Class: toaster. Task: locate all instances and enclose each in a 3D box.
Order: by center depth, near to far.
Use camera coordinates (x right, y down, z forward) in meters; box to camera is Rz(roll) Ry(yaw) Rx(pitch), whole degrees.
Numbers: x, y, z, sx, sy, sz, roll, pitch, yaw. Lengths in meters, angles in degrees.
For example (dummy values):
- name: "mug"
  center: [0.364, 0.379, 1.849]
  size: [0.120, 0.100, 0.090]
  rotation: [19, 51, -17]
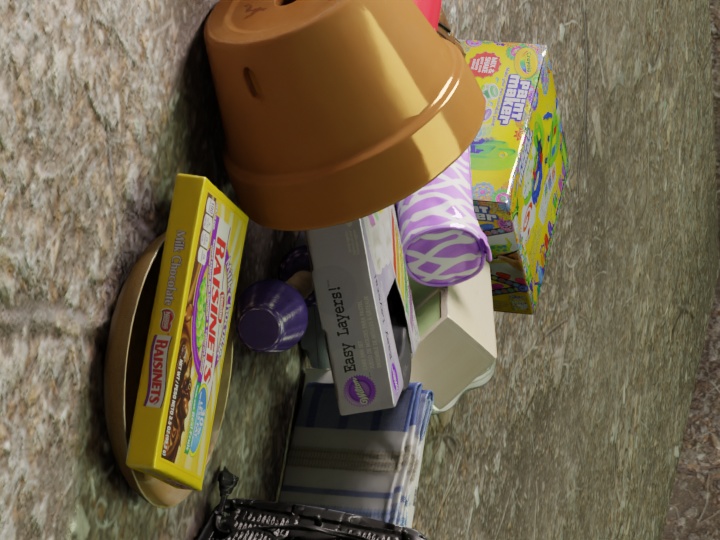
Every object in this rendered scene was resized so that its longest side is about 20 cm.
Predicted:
- name: "toaster"
  center: [-0.049, 0.263, 1.537]
  size: [0.200, 0.180, 0.119]
  rotation: [-62, 154, -50]

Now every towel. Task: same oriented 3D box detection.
- name: "towel"
  center: [-0.012, 0.189, 1.697]
  size: [0.024, 0.146, 0.201]
  rotation: [26, 70, -43]

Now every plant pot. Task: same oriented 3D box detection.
- name: "plant pot"
  center: [-0.136, 0.065, 1.449]
  size: [0.200, 0.027, 0.201]
  rotation: [6, 90, -73]
- name: "plant pot"
  center: [-0.024, -0.143, 1.506]
  size: [0.140, 0.199, 0.200]
  rotation: [65, 31, -30]

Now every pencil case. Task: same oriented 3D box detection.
- name: "pencil case"
  center: [0.073, -0.077, 1.912]
  size: [0.084, 0.085, 0.201]
  rotation: [79, 7, -47]

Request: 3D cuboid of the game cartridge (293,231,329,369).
- name: "game cartridge"
  center: [-0.010, -0.018, 1.823]
  size: [0.200, 0.041, 0.134]
  rotation: [-57, 152, -57]

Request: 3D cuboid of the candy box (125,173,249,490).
- name: "candy box"
  center: [-0.117, 0.044, 1.417]
  size: [0.102, 0.026, 0.201]
  rotation: [49, 49, -72]

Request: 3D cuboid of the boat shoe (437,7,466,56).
- name: "boat shoe"
  center: [0.056, -0.222, 1.914]
  size: [0.200, 0.072, 0.068]
  rotation: [-1, 97, -73]

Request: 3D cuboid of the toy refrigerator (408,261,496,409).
- name: "toy refrigerator"
  center: [0.074, 0.039, 1.931]
  size: [0.070, 0.076, 0.200]
  rotation: [41, 20, -17]

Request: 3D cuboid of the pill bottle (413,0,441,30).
- name: "pill bottle"
  center: [0.016, -0.250, 1.707]
  size: [0.112, 0.112, 0.201]
  rotation: [50, 47, -66]

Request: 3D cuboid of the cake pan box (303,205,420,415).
- name: "cake pan box"
  center: [0.000, 0.000, 1.649]
  size: [0.184, 0.052, 0.201]
  rotation: [-55, 136, -73]

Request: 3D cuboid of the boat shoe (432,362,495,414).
- name: "boat shoe"
  center: [0.089, 0.087, 2.115]
  size: [0.202, 0.074, 0.065]
  rotation: [-33, 131, -60]

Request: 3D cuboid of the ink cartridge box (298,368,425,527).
- name: "ink cartridge box"
  center: [-0.007, 0.197, 1.809]
  size: [0.146, 0.084, 0.201]
  rotation: [48, 49, -68]

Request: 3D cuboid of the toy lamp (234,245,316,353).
- name: "toy lamp"
  center: [-0.057, 0.022, 1.598]
  size: [0.200, 0.058, 0.059]
  rotation: [-55, 147, -74]

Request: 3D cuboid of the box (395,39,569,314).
- name: "box"
  center: [0.126, -0.095, 2.095]
  size: [0.193, 0.121, 0.201]
  rotation: [72, 29, -52]
